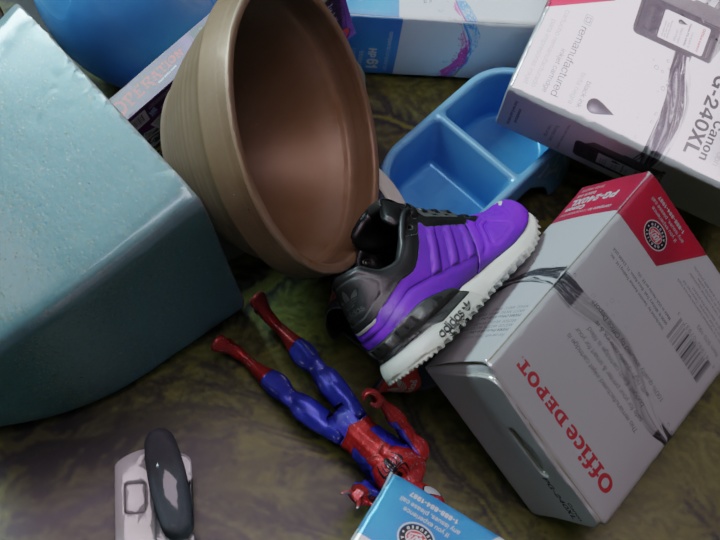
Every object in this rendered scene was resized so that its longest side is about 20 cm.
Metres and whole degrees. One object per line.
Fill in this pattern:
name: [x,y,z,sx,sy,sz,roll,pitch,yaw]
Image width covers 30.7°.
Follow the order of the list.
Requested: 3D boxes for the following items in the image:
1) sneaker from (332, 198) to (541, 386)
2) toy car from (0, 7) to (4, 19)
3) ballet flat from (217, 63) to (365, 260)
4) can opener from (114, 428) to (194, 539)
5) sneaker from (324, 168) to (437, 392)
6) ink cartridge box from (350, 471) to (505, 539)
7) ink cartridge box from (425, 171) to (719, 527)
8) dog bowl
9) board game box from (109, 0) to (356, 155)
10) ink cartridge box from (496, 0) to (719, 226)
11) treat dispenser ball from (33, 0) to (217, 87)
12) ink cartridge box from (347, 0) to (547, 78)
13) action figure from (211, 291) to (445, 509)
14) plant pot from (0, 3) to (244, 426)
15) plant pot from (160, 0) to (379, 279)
sneaker: [0.049,-0.016,0.893,0.100,0.070,0.200,48,43,-2]
toy car: [-0.365,-0.215,0.998,0.156,0.165,0.201,-18,55,-15]
ballet flat: [-0.064,-0.095,1.010,0.067,0.064,0.200,31,63,17]
can opener: [-0.132,0.202,0.838,0.053,0.067,0.202,-3,61,-7]
sneaker: [0.000,0.000,0.953,0.084,0.075,0.201,-16,63,-30]
ink cartridge box: [0.024,0.261,0.778,0.146,0.145,0.201,30,62,11]
ink cartridge box: [0.160,0.054,0.907,0.200,0.083,0.146,-45,108,-25]
dog bowl: [0.088,-0.084,1.029,0.111,0.050,0.200,41,66,16]
board game box: [-0.092,-0.148,0.959,0.200,0.120,0.032,-42,65,-9]
ink cartridge box: [0.223,-0.142,0.974,0.198,0.083,0.146,25,79,4]
treat dispenser ball: [-0.154,-0.237,1.000,0.198,0.201,0.203,3,61,-5]
ink cartridge box: [0.082,-0.240,1.094,0.198,0.085,0.146,2,62,-4]
action figure: [-0.020,0.096,0.892,0.200,0.099,0.065,41,86,13]
plant pot: [-0.224,-0.009,0.883,0.200,0.197,0.196,-42,72,-11]
plant pot: [-0.071,-0.090,0.883,0.092,0.201,0.203,-9,57,26]
